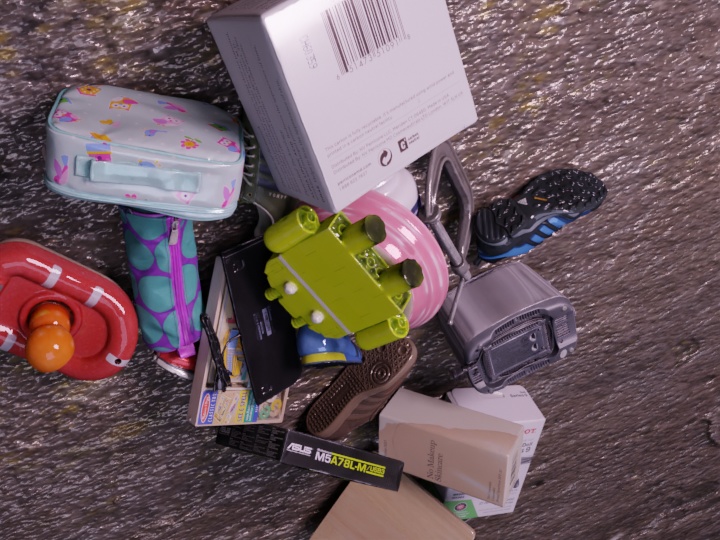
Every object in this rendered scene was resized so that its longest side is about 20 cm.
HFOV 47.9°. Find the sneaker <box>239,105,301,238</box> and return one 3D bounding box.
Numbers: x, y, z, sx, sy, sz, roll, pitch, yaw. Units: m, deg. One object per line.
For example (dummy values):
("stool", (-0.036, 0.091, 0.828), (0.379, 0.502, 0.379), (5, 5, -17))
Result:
("sneaker", (-0.113, -0.114, 0.916), (0.089, 0.067, 0.202), (-28, 130, -9))

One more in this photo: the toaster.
("toaster", (0.192, 0.077, 1.122), (0.197, 0.130, 0.115), (-26, 127, -5))

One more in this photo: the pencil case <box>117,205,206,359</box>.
("pencil case", (-0.223, -0.005, 0.929), (0.084, 0.092, 0.203), (-22, 130, -28))

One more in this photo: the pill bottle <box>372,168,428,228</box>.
("pill bottle", (0.020, -0.059, 0.973), (0.118, 0.120, 0.203), (-22, 126, -6))

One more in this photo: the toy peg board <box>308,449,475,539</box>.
("toy peg board", (0.049, 0.418, 1.272), (0.201, 0.199, 0.098), (-54, 168, 4))

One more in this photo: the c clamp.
("c clamp", (0.111, -0.056, 0.993), (0.027, 0.173, 0.201), (4, 149, 27))

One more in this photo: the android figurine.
("android figurine", (-0.028, 0.012, 0.873), (0.198, 0.041, 0.183), (-24, 115, 43))

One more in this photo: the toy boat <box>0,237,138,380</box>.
("toy boat", (-0.343, 0.064, 0.901), (0.198, 0.131, 0.131), (29, 108, -33))

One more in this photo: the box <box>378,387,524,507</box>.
("box", (0.128, 0.250, 1.164), (0.078, 0.196, 0.097), (-40, 136, -53))

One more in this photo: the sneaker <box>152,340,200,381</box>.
("sneaker", (-0.169, 0.092, 1.034), (0.197, 0.077, 0.087), (3, 110, -35))

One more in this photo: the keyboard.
("keyboard", (-0.135, 0.069, 0.955), (0.126, 0.020, 0.204), (-27, 119, -34))

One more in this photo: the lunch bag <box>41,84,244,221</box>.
("lunch bag", (-0.216, -0.117, 0.808), (0.196, 0.161, 0.078), (7, 121, -15))

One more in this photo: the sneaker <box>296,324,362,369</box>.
("sneaker", (-0.039, 0.086, 1.043), (0.064, 0.080, 0.200), (-9, 169, 7))

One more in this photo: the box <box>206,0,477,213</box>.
("box", (-0.014, -0.200, 0.815), (0.197, 0.130, 0.203), (-34, 120, -21))

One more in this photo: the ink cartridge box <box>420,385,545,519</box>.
("ink cartridge box", (0.191, 0.290, 1.287), (0.143, 0.084, 0.203), (-1, 121, -21))

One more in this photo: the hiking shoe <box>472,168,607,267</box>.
("hiking shoe", (0.238, -0.074, 1.094), (0.196, 0.075, 0.087), (-20, 151, -10))

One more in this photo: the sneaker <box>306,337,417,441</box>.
("sneaker", (0.010, 0.170, 1.162), (0.199, 0.071, 0.075), (-40, 144, 13))

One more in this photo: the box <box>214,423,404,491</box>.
("box", (-0.071, 0.245, 1.095), (0.191, 0.199, 0.048), (25, 73, -30))

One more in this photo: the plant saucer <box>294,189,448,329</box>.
("plant saucer", (0.000, 0.000, 0.911), (0.197, 0.051, 0.203), (19, 138, 18))

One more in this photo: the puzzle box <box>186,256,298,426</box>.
("puzzle box", (-0.135, 0.089, 0.992), (0.131, 0.025, 0.204), (6, 98, -41))
